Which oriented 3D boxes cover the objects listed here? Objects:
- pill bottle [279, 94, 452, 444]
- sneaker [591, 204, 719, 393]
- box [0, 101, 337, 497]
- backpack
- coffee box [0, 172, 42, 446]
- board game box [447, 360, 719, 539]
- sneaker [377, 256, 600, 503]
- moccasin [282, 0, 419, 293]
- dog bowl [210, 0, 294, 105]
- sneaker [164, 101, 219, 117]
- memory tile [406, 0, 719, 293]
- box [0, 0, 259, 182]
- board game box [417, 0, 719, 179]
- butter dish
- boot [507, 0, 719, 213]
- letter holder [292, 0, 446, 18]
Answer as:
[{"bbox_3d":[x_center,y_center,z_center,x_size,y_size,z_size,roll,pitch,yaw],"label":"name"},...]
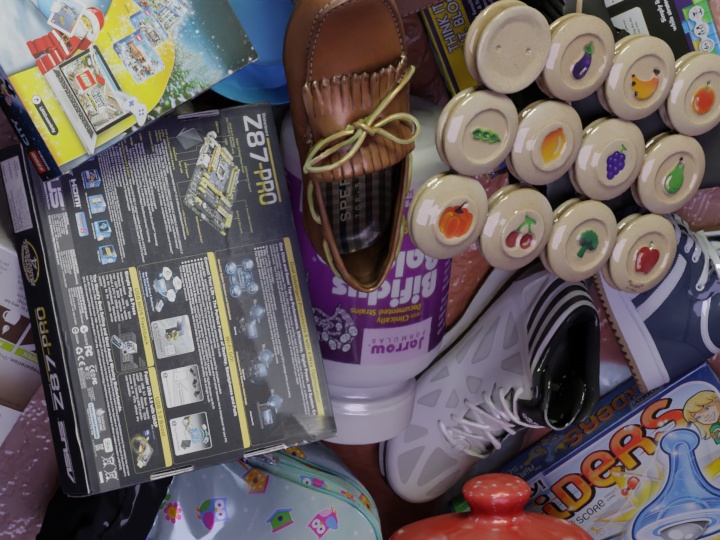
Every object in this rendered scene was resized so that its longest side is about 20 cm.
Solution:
[{"bbox_3d":[0.000,0.000,1.487,0.111,0.112,0.201,-2,118,-12],"label":"pill bottle"},{"bbox_3d":[0.195,-0.019,1.547,0.108,0.070,0.201,-22,127,4],"label":"sneaker"},{"bbox_3d":[-0.108,0.014,1.388,0.160,0.049,0.201,-12,90,-27],"label":"box"},{"bbox_3d":[-0.086,0.160,1.545,0.199,0.127,0.168,21,108,-26],"label":"backpack"},{"bbox_3d":[-0.244,0.049,1.454,0.079,0.115,0.201,26,108,-25],"label":"coffee box"},{"bbox_3d":[0.177,0.153,1.656,0.199,0.035,0.136,-35,120,7],"label":"board game box"},{"bbox_3d":[0.082,0.085,1.550,0.075,0.116,0.201,25,110,-24],"label":"sneaker"},{"bbox_3d":[-0.004,-0.072,1.316,0.073,0.078,0.202,-10,134,-18],"label":"moccasin"},{"bbox_3d":[-0.052,-0.197,1.406,0.111,0.050,0.201,-2,119,-12],"label":"dog bowl"},{"bbox_3d":[-0.122,-0.008,1.478,0.089,0.067,0.201,24,106,-18],"label":"sneaker"},{"bbox_3d":[0.123,-0.067,1.381,0.199,0.017,0.154,10,106,-37],"label":"memory tile"},{"bbox_3d":[-0.162,-0.169,1.331,0.136,0.038,0.201,-32,99,-25],"label":"box"},{"bbox_3d":[0.113,-0.176,1.454,0.164,0.057,0.201,-22,121,1],"label":"board game box"},{"bbox_3d":[0.085,0.202,1.554,0.198,0.200,0.149,1,101,-4],"label":"butter dish"},{"bbox_3d":[0.157,-0.127,1.428,0.137,0.078,0.201,-12,124,-19],"label":"boot"},{"bbox_3d":[0.039,-0.228,1.296,0.199,0.101,0.142,-22,148,-2],"label":"letter holder"}]
